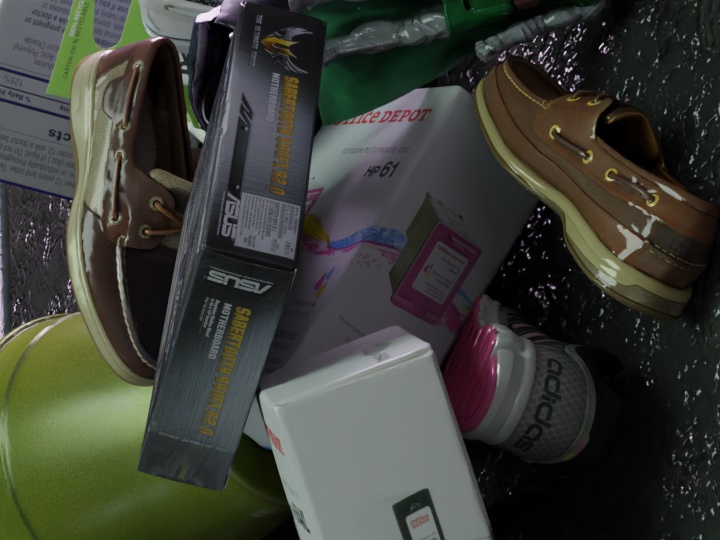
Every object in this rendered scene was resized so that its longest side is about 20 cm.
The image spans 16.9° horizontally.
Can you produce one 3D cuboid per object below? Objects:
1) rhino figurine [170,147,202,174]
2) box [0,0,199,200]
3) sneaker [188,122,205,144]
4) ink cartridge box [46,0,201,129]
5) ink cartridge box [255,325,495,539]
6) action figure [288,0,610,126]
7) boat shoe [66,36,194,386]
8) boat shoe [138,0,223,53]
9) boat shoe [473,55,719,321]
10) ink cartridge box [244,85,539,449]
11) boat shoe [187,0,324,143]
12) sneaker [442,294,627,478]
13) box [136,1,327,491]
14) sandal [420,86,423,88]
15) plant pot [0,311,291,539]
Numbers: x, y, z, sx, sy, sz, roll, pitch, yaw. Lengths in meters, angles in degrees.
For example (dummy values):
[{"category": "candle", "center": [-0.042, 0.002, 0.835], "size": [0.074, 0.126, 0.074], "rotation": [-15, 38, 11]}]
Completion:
[{"category": "rhino figurine", "center": [-0.100, -0.034, 1.514], "size": [0.088, 0.060, 0.200], "rotation": [60, 178, -1]}, {"category": "box", "center": [-0.202, -0.157, 1.772], "size": [0.105, 0.183, 0.201], "rotation": [34, 106, 61]}, {"category": "sneaker", "center": [-0.070, -0.116, 1.634], "size": [0.089, 0.078, 0.200], "rotation": [-59, 38, 14]}, {"category": "ink cartridge box", "center": [-0.097, -0.170, 1.544], "size": [0.076, 0.199, 0.149], "rotation": [68, -146, -70]}, {"category": "ink cartridge box", "center": [0.018, 0.138, 1.172], "size": [0.146, 0.084, 0.201], "rotation": [-166, 57, -83]}, {"category": "action figure", "center": [0.062, -0.151, 1.288], "size": [0.055, 0.199, 0.119], "rotation": [-97, -8, -63]}, {"category": "boat shoe", "center": [-0.119, -0.037, 1.382], "size": [0.072, 0.072, 0.201], "rotation": [-16, 70, 37]}, {"category": "boat shoe", "center": [-0.038, -0.166, 1.457], "size": [0.067, 0.199, 0.074], "rotation": [65, -162, -69]}, {"category": "boat shoe", "center": [0.123, -0.056, 1.229], "size": [0.068, 0.072, 0.200], "rotation": [-58, 37, 21]}, {"category": "ink cartridge box", "center": [0.000, 0.000, 1.343], "size": [0.200, 0.085, 0.144], "rotation": [-57, 24, -15]}, {"category": "boat shoe", "center": [-0.061, -0.083, 1.422], "size": [0.074, 0.093, 0.201], "rotation": [25, 132, 32]}, {"category": "sneaker", "center": [0.088, 0.064, 1.230], "size": [0.200, 0.087, 0.074], "rotation": [-138, 71, -85]}, {"category": "box", "center": [-0.064, -0.014, 1.233], "size": [0.201, 0.048, 0.159], "rotation": [-85, 10, -49]}, {"category": "sandal", "center": [0.007, -0.101, 1.494], "size": [0.075, 0.045, 0.201], "rotation": [-26, 55, 56]}, {"category": "plant pot", "center": [-0.110, 0.100, 1.487], "size": [0.192, 0.200, 0.201], "rotation": [-21, 57, 43]}]
